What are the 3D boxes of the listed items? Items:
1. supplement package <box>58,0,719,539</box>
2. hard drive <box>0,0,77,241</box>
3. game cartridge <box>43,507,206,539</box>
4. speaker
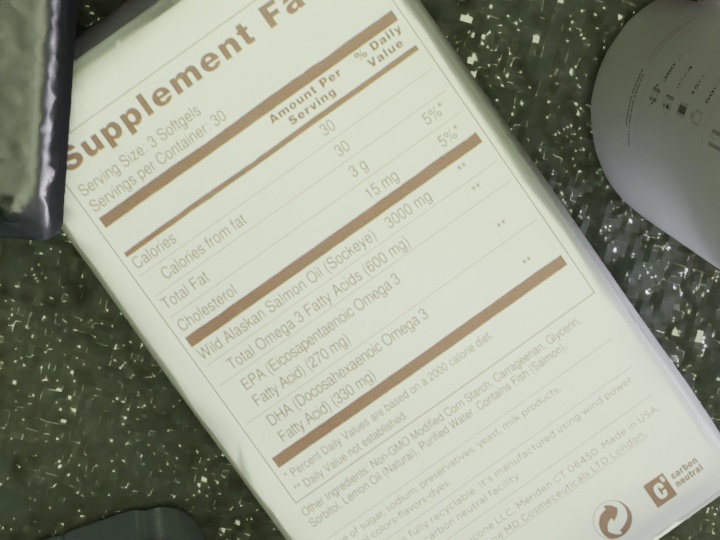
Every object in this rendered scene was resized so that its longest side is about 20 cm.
[{"bbox_3d":[0.000,0.000,0.848,0.117,0.117,0.200,-35,99,3],"label":"supplement package"},{"bbox_3d":[-0.171,-0.086,0.763,0.199,0.033,0.140,5,98,4],"label":"hard drive"},{"bbox_3d":[-0.135,0.128,0.848,0.199,0.133,0.041,-19,107,-2],"label":"game cartridge"},{"bbox_3d":[0.123,-0.031,0.812,0.081,0.200,0.082,-2,101,-9],"label":"speaker"}]
